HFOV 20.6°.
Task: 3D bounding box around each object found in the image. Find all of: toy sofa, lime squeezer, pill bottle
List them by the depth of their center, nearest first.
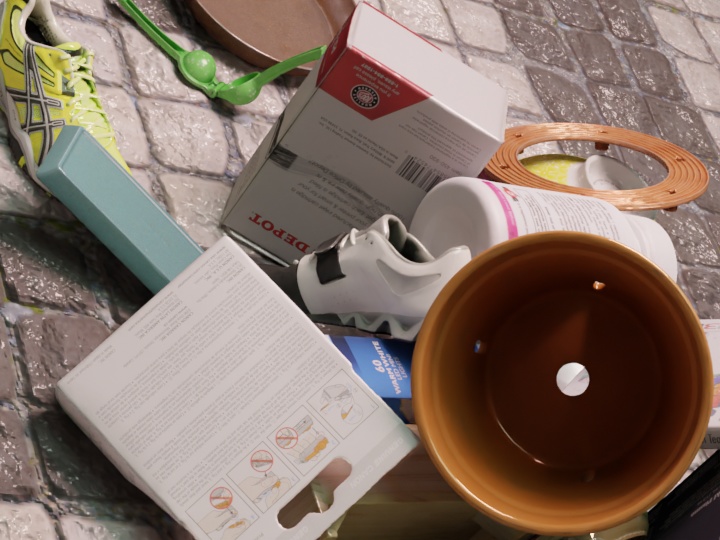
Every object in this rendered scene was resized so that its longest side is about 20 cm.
[{"bbox_3d":[0.016,0.166,1.406,0.199,0.083,0.098,4,52,-39],"label":"toy sofa"},{"bbox_3d":[0.144,-0.005,1.537,0.199,0.114,0.114,7,47,-36],"label":"pill bottle"},{"bbox_3d":[-0.123,-0.177,1.669,0.199,0.071,0.038,18,49,21],"label":"lime squeezer"}]

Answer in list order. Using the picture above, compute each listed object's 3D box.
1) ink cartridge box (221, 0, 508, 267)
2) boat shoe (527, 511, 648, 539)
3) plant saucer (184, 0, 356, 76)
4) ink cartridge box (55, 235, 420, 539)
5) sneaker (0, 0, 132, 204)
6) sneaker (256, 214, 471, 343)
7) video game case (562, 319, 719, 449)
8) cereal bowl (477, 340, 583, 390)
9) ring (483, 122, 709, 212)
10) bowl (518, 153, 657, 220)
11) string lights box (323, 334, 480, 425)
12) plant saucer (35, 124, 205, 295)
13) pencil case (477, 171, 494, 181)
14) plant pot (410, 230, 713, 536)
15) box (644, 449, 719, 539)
[{"bbox_3d":[0.003,-0.088,1.568,0.146,0.200,0.083,31,33,-13],"label":"ink cartridge box"},{"bbox_3d":[0.132,0.228,1.422,0.199,0.073,0.063,-24,62,-22],"label":"boat shoe"},{"bbox_3d":[-0.088,-0.245,1.794,0.199,0.035,0.201,24,38,-20],"label":"plant saucer"},{"bbox_3d":[-0.083,0.100,1.337,0.161,0.050,0.200,-41,78,-15],"label":"ink cartridge box"},{"bbox_3d":[-0.230,-0.128,1.506,0.075,0.076,0.200,-17,66,-51],"label":"sneaker"},{"bbox_3d":[0.000,0.000,1.468,0.199,0.089,0.074,9,6,28],"label":"sneaker"},{"bbox_3d":[0.249,0.084,1.505,0.200,0.181,0.024,-39,120,-53],"label":"video game case"},{"bbox_3d":[0.165,0.093,1.618,0.199,0.083,0.201,23,39,-20],"label":"cereal bowl"},{"bbox_3d":[0.197,-0.085,1.688,0.199,0.019,0.201,4,23,-2],"label":"ring"},{"bbox_3d":[0.203,-0.039,1.772,0.199,0.108,0.201,24,39,-21],"label":"bowl"},{"bbox_3d":[0.013,0.102,1.455,0.199,0.103,0.059,4,47,-38],"label":"string lights box"},{"bbox_3d":[-0.155,-0.023,1.463,0.200,0.019,0.070,48,33,-21],"label":"plant saucer"},{"bbox_3d":[0.077,-0.076,1.722,0.086,0.083,0.201,36,30,-43],"label":"pencil case"},{"bbox_3d":[0.143,0.076,1.361,0.200,0.200,0.140,46,6,9],"label":"plant pot"},{"bbox_3d":[0.244,0.244,1.429,0.104,0.200,0.182,39,36,-3],"label":"box"}]
